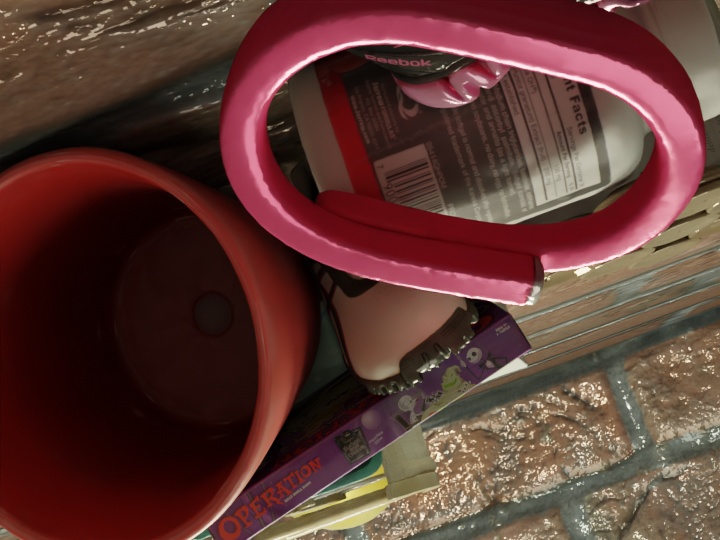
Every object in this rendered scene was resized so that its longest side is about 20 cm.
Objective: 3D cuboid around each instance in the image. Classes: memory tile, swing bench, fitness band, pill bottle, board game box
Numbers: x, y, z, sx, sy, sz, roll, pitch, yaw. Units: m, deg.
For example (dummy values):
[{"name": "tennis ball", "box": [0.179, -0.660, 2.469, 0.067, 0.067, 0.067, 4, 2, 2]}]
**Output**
[{"name": "memory tile", "box": [0.164, -0.026, 0.685, 0.198, 0.017, 0.153, -10, 164, -41]}, {"name": "swing bench", "box": [-0.037, 0.147, 1.205, 0.197, 0.201, 0.130, -18, 168, -7]}, {"name": "fitness band", "box": [0.041, -0.050, 0.495, 0.197, 0.038, 0.145, 10, 138, -7]}, {"name": "pill bottle", "box": [0.072, -0.080, 0.598, 0.197, 0.112, 0.111, -20, 168, 4]}, {"name": "board game box", "box": [-0.001, 0.081, 0.701, 0.199, 0.033, 0.120, -34, -168, -2]}]

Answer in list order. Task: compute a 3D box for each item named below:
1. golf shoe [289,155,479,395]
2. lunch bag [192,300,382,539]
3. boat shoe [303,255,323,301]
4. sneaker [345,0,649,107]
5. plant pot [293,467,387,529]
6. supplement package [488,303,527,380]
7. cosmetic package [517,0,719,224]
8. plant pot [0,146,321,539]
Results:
[{"name": "golf shoe", "box": [0.000, 0.000, 0.682, 0.077, 0.088, 0.200, -37, -154, 0]}, {"name": "lunch bag", "box": [-0.072, 0.110, 0.864, 0.168, 0.123, 0.200, -20, 168, -4]}, {"name": "boat shoe", "box": [-0.054, 0.018, 0.923, 0.198, 0.077, 0.071, -25, 169, 30]}, {"name": "sneaker", "box": [0.059, -0.135, 0.465, 0.095, 0.080, 0.199, 16, 143, -40]}, {"name": "plant pot", "box": [-0.036, 0.238, 1.703, 0.197, 0.201, 0.143, -16, 142, -16]}, {"name": "supplement package", "box": [0.085, 0.053, 1.181, 0.115, 0.119, 0.200, -21, 168, 9]}, {"name": "cosmetic package", "box": [0.131, -0.076, 0.712, 0.198, 0.114, 0.081, -27, 166, 21]}, {"name": "plant pot", "box": [-0.111, 0.035, 0.668, 0.198, 0.203, 0.177, -23, 178, 16]}]
